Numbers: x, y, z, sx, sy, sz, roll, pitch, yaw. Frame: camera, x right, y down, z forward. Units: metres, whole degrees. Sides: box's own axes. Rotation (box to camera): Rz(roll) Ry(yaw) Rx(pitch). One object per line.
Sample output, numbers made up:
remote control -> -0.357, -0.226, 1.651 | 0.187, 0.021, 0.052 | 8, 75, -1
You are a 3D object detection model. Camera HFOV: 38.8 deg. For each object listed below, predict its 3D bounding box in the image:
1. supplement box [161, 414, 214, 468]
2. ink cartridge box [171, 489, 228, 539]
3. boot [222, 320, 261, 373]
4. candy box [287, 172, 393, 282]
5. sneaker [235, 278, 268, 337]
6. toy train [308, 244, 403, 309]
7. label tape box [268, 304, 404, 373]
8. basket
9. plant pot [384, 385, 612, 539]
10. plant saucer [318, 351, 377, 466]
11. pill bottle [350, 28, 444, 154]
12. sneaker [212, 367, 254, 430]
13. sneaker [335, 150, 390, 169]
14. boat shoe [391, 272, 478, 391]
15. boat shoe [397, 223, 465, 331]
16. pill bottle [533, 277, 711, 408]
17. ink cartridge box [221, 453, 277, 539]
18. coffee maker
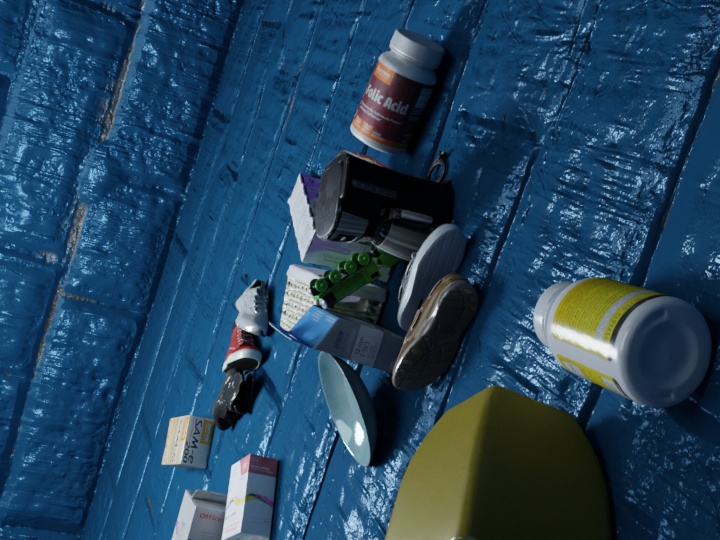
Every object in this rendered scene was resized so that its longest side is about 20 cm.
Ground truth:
supplement box -> -0.447, 0.445, 2.642 | 0.200, 0.073, 0.127 | -24, 54, 63
ink cartridge box -> -0.322, 0.566, 2.180 | 0.125, 0.128, 0.202 | 13, 87, 69
boot -> -0.273, 0.162, 2.412 | 0.200, 0.072, 0.146 | 149, 134, -65
candy box -> -0.032, -0.079, 1.842 | 0.201, 0.166, 0.072 | -108, 38, -54
sneaker -> -0.250, 0.086, 2.405 | 0.088, 0.074, 0.200 | -61, 25, 18
toy train -> 0.000, 0.000, 1.719 | 0.057, 0.199, 0.042 | 62, 158, -11
label tape box -> -0.036, 0.104, 1.685 | 0.067, 0.199, 0.143 | -69, 21, 0
basket -> -0.056, 0.068, 1.855 | 0.200, 0.134, 0.125 | -158, 80, -68
plant pot -> 0.155, 0.249, 1.145 | 0.194, 0.194, 0.202 | -42, 32, 53
plant saucer -> -0.013, 0.222, 1.689 | 0.202, 0.038, 0.202 | 57, 159, 36
pill bottle -> 0.068, -0.320, 1.831 | 0.114, 0.113, 0.201 | -115, 44, -59
sneaker -> -0.292, 0.308, 2.366 | 0.104, 0.059, 0.201 | 53, 132, 54
sneaker -> 0.032, -0.172, 1.877 | 0.200, 0.084, 0.078 | 41, 123, 43
boat shoe -> 0.109, 0.092, 1.523 | 0.201, 0.075, 0.072 | -57, 23, 18
boat shoe -> 0.098, 0.001, 1.596 | 0.201, 0.071, 0.071 | -64, 28, 30
pill bottle -> 0.267, 0.067, 1.085 | 0.200, 0.110, 0.112 | 24, 97, 68
ink cartridge box -> -0.228, 0.488, 2.078 | 0.116, 0.067, 0.202 | -41, 39, 55
coffee maker -> 0.035, -0.117, 1.660 | 0.135, 0.198, 0.193 | -50, 32, 45
